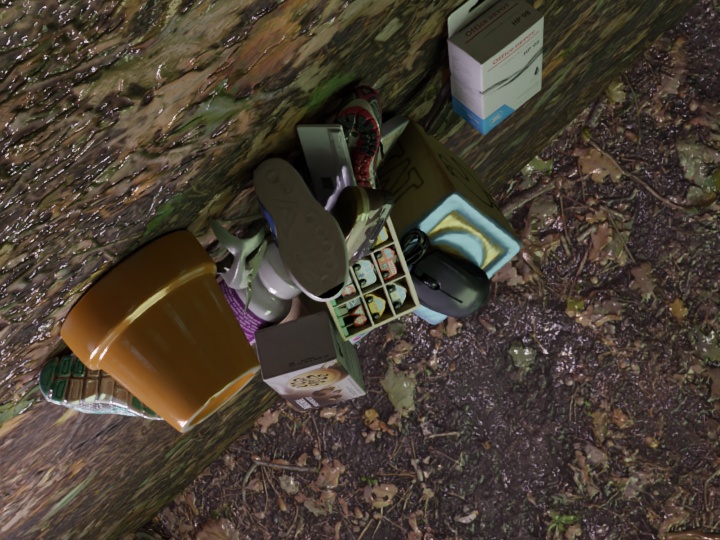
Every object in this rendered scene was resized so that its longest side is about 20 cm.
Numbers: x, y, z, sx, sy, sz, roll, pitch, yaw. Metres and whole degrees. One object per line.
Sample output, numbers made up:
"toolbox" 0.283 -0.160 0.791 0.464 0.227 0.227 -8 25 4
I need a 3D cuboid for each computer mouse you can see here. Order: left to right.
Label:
"computer mouse" 0.117 0.026 1.687 0.200 0.053 0.139 19 119 -35

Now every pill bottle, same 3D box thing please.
"pill bottle" -0.171 0.049 1.670 0.200 0.112 0.112 -39 175 27

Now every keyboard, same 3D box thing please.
"keyboard" -0.034 -0.110 1.423 0.200 0.056 0.011 75 26 -50

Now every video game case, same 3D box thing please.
"video game case" -0.001 -0.130 1.617 0.182 0.023 0.200 -58 177 18

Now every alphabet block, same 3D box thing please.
"alphabet block" 0.095 -0.074 1.767 0.196 0.200 0.195 -42 133 15

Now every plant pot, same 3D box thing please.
"plant pot" -0.224 0.085 1.374 0.200 0.183 0.200 -41 173 -6

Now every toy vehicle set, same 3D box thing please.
"toy vehicle set" 0.000 0.000 1.582 0.124 0.027 0.200 -25 131 -4

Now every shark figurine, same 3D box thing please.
"shark figurine" -0.177 -0.010 1.513 0.214 0.089 0.129 -118 -137 -89

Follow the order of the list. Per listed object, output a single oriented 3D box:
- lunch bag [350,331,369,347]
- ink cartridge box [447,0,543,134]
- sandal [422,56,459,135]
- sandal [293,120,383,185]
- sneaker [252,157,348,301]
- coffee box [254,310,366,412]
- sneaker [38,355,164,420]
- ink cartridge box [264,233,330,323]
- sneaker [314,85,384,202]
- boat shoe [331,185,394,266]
"lunch bag" -0.052 0.042 1.957 0.077 0.200 0.160 -42 175 26
"ink cartridge box" 0.181 -0.287 1.525 0.116 0.067 0.200 -39 154 -13
"sandal" 0.144 -0.281 1.627 0.082 0.055 0.200 -11 144 -50
"sandal" -0.032 -0.149 1.526 0.200 0.048 0.075 -37 172 -34
"sneaker" -0.063 -0.036 1.409 0.080 0.200 0.147 -28 161 -1
"coffee box" -0.071 0.139 1.697 0.113 0.080 0.200 -16 157 6
"sneaker" -0.320 0.154 1.478 0.091 0.199 0.078 -30 -130 60
"ink cartridge box" -0.117 0.048 1.794 0.075 0.165 0.200 -36 172 -33
"sneaker" -0.006 -0.142 1.445 0.200 0.080 0.075 108 -1 -49
"boat shoe" -0.009 -0.041 1.436 0.066 0.072 0.201 -2 153 -18
